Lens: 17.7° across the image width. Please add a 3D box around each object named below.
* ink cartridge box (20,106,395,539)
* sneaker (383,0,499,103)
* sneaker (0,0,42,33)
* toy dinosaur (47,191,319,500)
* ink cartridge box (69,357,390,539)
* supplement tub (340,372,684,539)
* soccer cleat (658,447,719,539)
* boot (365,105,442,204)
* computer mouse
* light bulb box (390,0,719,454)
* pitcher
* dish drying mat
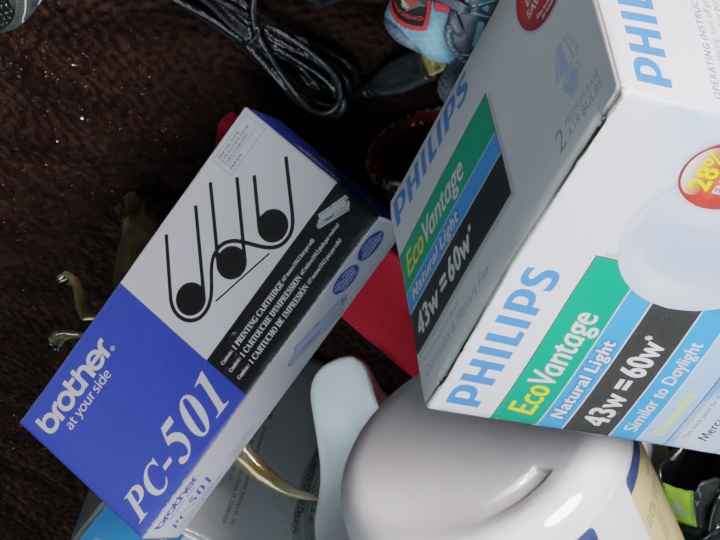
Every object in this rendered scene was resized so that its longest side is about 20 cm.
[{"bbox_3d":[-0.074,0.028,1.156,0.094,0.200,0.044,39,-170,21],"label":"ink cartridge box"},{"bbox_3d":[0.055,-0.129,1.011,0.095,0.079,0.200,-25,136,-5],"label":"sneaker"},{"bbox_3d":[-0.225,-0.178,1.081,0.080,0.087,0.200,-11,134,32],"label":"sneaker"},{"bbox_3d":[-0.108,0.051,1.223,0.101,0.200,0.058,-31,164,8],"label":"toy dinosaur"},{"bbox_3d":[-0.046,0.129,1.325,0.200,0.145,0.084,27,141,-11],"label":"ink cartridge box"},{"bbox_3d":[0.088,0.150,1.126,0.144,0.145,0.200,-6,131,26],"label":"supplement tub"},{"bbox_3d":[0.183,0.139,1.231,0.067,0.201,0.081,15,-172,39],"label":"soccer cleat"},{"bbox_3d":[0.094,0.000,1.134,0.154,0.074,0.203,50,165,-29],"label":"boot"},{"bbox_3d":[0.000,-0.136,1.080,0.140,0.046,0.200,39,136,-22],"label":"computer mouse"},{"bbox_3d":[0.143,-0.032,0.978,0.199,0.125,0.198,10,135,-20],"label":"light bulb box"},{"bbox_3d":[0.065,0.141,1.260,0.199,0.172,0.121,9,-176,-29],"label":"pitcher"},{"bbox_3d":[0.000,0.000,1.190,0.200,0.018,0.077,39,144,18],"label":"dish drying mat"}]
